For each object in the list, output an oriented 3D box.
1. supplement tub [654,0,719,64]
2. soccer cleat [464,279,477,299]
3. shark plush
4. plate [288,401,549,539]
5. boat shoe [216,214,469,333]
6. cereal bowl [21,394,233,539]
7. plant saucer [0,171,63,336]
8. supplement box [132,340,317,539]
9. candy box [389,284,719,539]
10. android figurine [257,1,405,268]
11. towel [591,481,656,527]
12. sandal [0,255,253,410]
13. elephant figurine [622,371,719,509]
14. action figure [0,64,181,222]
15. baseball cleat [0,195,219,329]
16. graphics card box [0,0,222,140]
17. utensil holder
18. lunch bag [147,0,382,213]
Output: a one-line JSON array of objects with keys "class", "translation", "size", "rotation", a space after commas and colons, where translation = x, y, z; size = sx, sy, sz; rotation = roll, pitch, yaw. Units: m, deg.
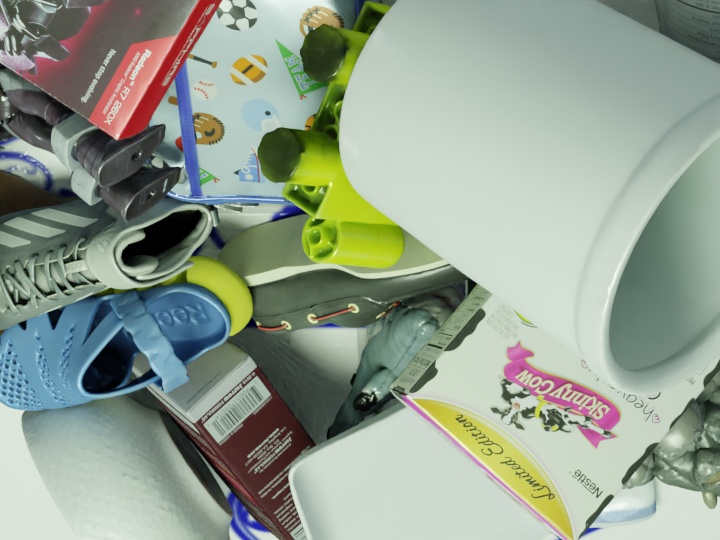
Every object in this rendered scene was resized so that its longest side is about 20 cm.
[{"class": "supplement tub", "translation": [0.221, -0.163, 0.922], "size": [0.132, 0.132, 0.200], "rotation": [-9, 132, 12]}, {"class": "soccer cleat", "translation": [0.104, 0.013, 1.089], "size": [0.073, 0.200, 0.068], "rotation": [15, 176, -37]}, {"class": "shark plush", "translation": [0.013, 0.060, 1.180], "size": [0.091, 0.083, 0.200], "rotation": [43, 136, -10]}, {"class": "plate", "translation": [0.046, 0.155, 1.217], "size": [0.200, 0.032, 0.200], "rotation": [-28, 131, -18]}, {"class": "boat shoe", "translation": [0.001, -0.002, 1.112], "size": [0.201, 0.074, 0.063], "rotation": [-9, 128, 34]}, {"class": "cereal bowl", "translation": [-0.151, 0.159, 1.223], "size": [0.083, 0.200, 0.200], "rotation": [-35, 126, -1]}, {"class": "plant saucer", "translation": [-0.272, 0.012, 1.188], "size": [0.200, 0.034, 0.200], "rotation": [2, 134, 2]}, {"class": "supplement box", "translation": [-0.077, 0.123, 1.221], "size": [0.061, 0.109, 0.200], "rotation": [-42, 128, -13]}, {"class": "candy box", "translation": [0.134, 0.041, 1.021], "size": [0.136, 0.061, 0.200], "rotation": [41, 85, -7]}, {"class": "android figurine", "translation": [0.028, -0.085, 0.997], "size": [0.200, 0.041, 0.182], "rotation": [6, 114, -52]}, {"class": "towel", "translation": [0.138, 0.127, 1.274], "size": [0.147, 0.024, 0.200], "rotation": [-7, 132, 10]}, {"class": "sandal", "translation": [-0.170, 0.052, 1.127], "size": [0.200, 0.087, 0.080], "rotation": [-21, 115, 28]}, {"class": "elephant figurine", "translation": [0.207, 0.099, 1.166], "size": [0.141, 0.155, 0.200], "rotation": [-6, 164, 34]}, {"class": "action figure", "translation": [-0.204, -0.103, 1.022], "size": [0.200, 0.069, 0.130], "rotation": [32, 147, 16]}, {"class": "baseball cleat", "translation": [-0.186, -0.009, 1.087], "size": [0.200, 0.106, 0.070], "rotation": [-26, 108, -3]}, {"class": "graphics card box", "translation": [-0.175, -0.176, 0.927], "size": [0.200, 0.051, 0.125], "rotation": [34, 108, 1]}, {"class": "utensil holder", "translation": [0.110, -0.055, 0.907], "size": [0.200, 0.170, 0.170], "rotation": [35, 141, 35]}, {"class": "lunch bag", "translation": [-0.066, -0.121, 1.022], "size": [0.160, 0.076, 0.200], "rotation": [3, 132, 4]}]
